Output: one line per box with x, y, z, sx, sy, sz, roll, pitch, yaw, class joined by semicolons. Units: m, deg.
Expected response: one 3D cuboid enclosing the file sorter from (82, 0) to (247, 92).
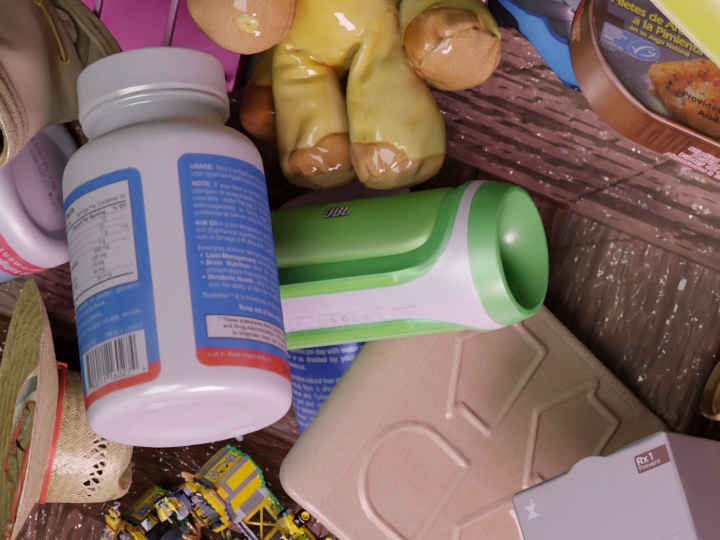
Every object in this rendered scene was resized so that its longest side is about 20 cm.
-0.171;-0.188;1.686;0.200;0.125;0.139;21;115;14;file sorter

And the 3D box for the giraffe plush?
-0.027;-0.159;1.577;0.172;0.162;0.200;5;74;40;giraffe plush

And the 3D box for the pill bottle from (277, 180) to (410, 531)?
0.010;0.052;1.703;0.112;0.112;0.200;-5;106;24;pill bottle

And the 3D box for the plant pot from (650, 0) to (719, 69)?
0.224;-0.190;1.433;0.200;0.199;0.181;41;101;-20;plant pot

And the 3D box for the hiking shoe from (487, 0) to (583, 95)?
0.160;-0.125;1.616;0.200;0.074;0.087;42;145;1;hiking shoe

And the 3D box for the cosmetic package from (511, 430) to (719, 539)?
0.185;0.153;1.613;0.107;0.200;0.090;-27;71;29;cosmetic package

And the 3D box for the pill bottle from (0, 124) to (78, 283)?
-0.278;-0.033;1.794;0.200;0.109;0.109;-17;101;27;pill bottle

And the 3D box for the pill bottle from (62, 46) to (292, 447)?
-0.102;-0.014;1.530;0.112;0.112;0.200;-16;70;26;pill bottle

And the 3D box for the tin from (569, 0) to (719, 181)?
0.207;-0.102;1.551;0.200;0.112;0.042;24;152;-13;tin

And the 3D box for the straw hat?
-0.181;0.106;1.789;0.085;0.201;0.201;8;114;-14;straw hat

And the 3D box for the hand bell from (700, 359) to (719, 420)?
0.304;0.104;1.631;0.200;0.104;0.104;39;119;-9;hand bell

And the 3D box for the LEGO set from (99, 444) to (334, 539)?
-0.106;0.204;1.764;0.154;0.116;0.200;53;151;-12;LEGO set

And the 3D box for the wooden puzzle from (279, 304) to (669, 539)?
0.065;0.107;1.656;0.200;0.185;0.046;42;163;-24;wooden puzzle

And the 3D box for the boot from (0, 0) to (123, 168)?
-0.238;-0.143;1.569;0.200;0.155;0.073;44;119;1;boot

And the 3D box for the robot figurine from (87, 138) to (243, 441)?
-0.113;0.007;1.737;0.170;0.113;0.200;17;121;60;robot figurine

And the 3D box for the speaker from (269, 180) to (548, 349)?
0.000;0.000;1.585;0.200;0.088;0.089;-7;105;26;speaker
